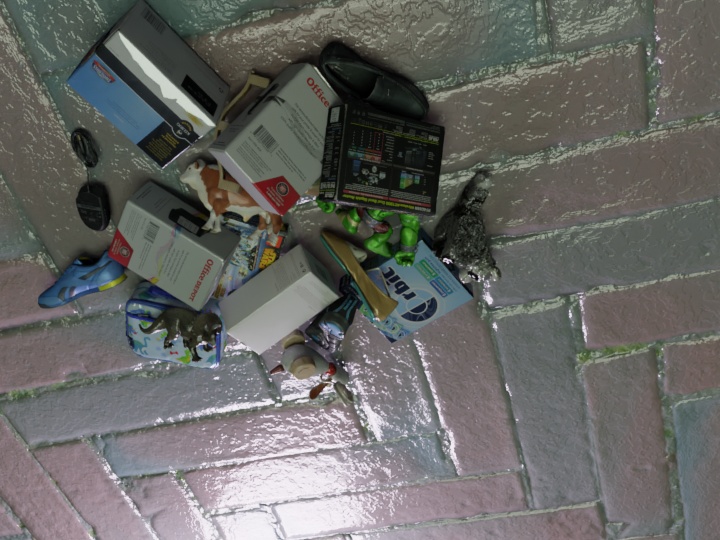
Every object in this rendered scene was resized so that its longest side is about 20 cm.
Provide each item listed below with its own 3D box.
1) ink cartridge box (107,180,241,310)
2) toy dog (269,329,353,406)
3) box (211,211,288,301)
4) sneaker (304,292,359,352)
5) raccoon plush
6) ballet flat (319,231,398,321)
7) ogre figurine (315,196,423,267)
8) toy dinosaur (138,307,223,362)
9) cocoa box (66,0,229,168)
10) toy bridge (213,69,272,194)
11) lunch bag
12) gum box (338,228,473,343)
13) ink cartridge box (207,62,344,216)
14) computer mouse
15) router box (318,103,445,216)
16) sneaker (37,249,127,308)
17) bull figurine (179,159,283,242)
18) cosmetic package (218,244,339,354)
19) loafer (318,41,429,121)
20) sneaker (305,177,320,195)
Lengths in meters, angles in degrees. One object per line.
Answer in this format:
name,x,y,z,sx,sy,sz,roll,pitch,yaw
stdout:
ink cartridge box,-0.338,-0.042,1.468,0.200,0.083,0.146,32,127,-3
toy dog,-0.109,0.210,1.659,0.096,0.132,0.200,-34,119,14
box,-0.229,-0.020,1.539,0.136,0.040,0.200,18,127,-9
sneaker,-0.050,0.104,1.584,0.073,0.082,0.200,37,157,-6
raccoon plush,0.223,-0.062,1.455,0.134,0.097,0.200,20,127,-22
ballet flat,0.000,0.000,1.500,0.063,0.069,0.200,-33,86,-4
ogre figurine,0.032,-0.102,1.419,0.200,0.098,0.120,47,123,15
toy dinosaur,-0.326,0.108,1.519,0.199,0.077,0.103,18,117,28
cocoa box,-0.329,-0.291,1.273,0.131,0.134,0.200,-32,120,26
toy bridge,-0.202,-0.230,1.325,0.067,0.027,0.201,16,95,2
lunch bag,-0.366,0.110,1.612,0.199,0.083,0.161,13,129,2
gum box,0.088,0.034,1.561,0.200,0.045,0.170,-32,119,24
ink cartridge box,-0.118,-0.211,1.292,0.200,0.084,0.144,-48,120,-12
computer mouse,-0.484,-0.161,1.454,0.058,0.034,0.201,13,124,14
router box,0.037,-0.173,1.301,0.199,0.062,0.150,7,90,-32
sneaker,-0.552,0.013,1.574,0.199,0.066,0.079,-19,113,17
bull figurine,-0.222,-0.122,1.421,0.199,0.065,0.122,11,85,-14
cosmetic package,-0.154,0.057,1.525,0.200,0.085,0.108,-34,138,10
loafer,0.022,-0.291,1.294,0.200,0.071,0.068,28,125,-17
sneaker,-0.135,-0.198,1.373,0.200,0.067,0.090,19,130,-4
